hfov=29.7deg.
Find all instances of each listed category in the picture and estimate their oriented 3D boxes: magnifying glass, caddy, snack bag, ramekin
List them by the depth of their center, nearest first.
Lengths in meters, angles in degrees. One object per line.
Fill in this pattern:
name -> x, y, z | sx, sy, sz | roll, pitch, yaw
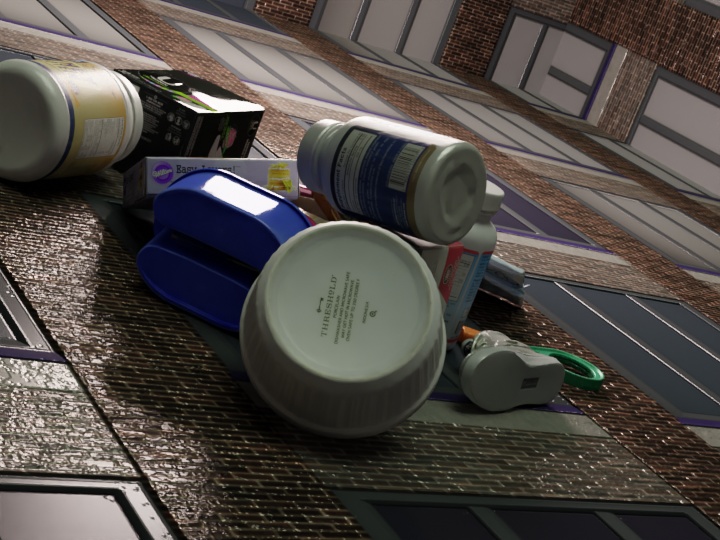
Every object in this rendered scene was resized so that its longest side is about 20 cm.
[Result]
ramekin -> -0.013, 0.047, 1.265 | 0.201, 0.204, 0.094 | 23, -25, 4
caddy -> -0.140, -0.023, 1.451 | 0.199, 0.142, 0.105 | 25, 20, 11
magnifying glass -> 0.214, 0.107, 1.697 | 0.198, 0.023, 0.080 | 17, 17, -14
snack bag -> 0.142, -0.010, 1.851 | 0.187, 0.022, 0.200 | 26, -8, 9

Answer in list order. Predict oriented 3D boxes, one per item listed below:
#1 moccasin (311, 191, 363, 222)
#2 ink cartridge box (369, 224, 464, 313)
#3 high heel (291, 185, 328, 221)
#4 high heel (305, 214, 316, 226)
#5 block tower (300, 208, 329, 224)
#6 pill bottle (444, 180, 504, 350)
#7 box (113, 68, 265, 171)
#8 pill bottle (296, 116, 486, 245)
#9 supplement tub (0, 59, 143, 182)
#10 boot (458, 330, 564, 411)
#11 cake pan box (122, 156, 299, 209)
moccasin -> 0.012, -0.058, 1.777 | 0.202, 0.073, 0.078 | 57, -15, 11
ink cartridge box -> 0.016, 0.030, 1.464 | 0.084, 0.147, 0.199 | 23, 14, 26
high heel -> -0.065, -0.099, 1.879 | 0.198, 0.068, 0.096 | 6, 34, -33
high heel -> -0.120, -0.021, 1.618 | 0.199, 0.067, 0.097 | 3, 61, -38
block tower -> -0.116, -0.063, 1.762 | 0.199, 0.058, 0.054 | 27, 17, 12
pill bottle -> 0.097, -0.015, 1.614 | 0.108, 0.202, 0.109 | 20, 16, -6
box -> -0.253, -0.196, 1.888 | 0.148, 0.125, 0.200 | 28, 17, 18
pill bottle -> 0.028, -0.103, 1.463 | 0.199, 0.112, 0.110 | 20, 12, 39
supplement tub -> -0.371, -0.187, 1.673 | 0.143, 0.146, 0.200 | 26, 17, 17
boot -> 0.146, 0.109, 1.540 | 0.095, 0.074, 0.199 | 26, 7, 36
cake pan box -> -0.182, -0.100, 1.620 | 0.182, 0.053, 0.200 | 2, -3, -16
